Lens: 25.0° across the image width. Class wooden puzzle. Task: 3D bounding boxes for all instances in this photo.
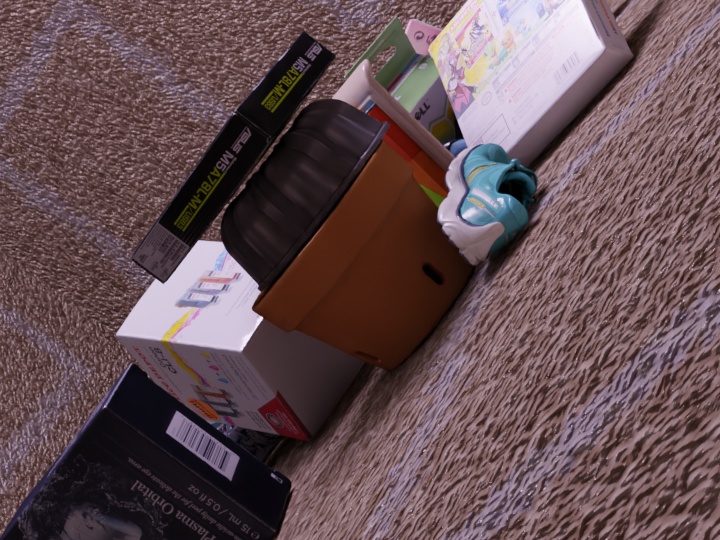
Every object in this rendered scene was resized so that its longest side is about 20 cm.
[{"bbox_3d":[0.043,-0.110,1.654,0.037,0.200,0.185,-42,2,-15],"label":"wooden puzzle"}]

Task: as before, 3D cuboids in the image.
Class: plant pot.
[{"bbox_3d":[0.012,-0.001,1.514,0.200,0.140,0.200,-51,6,7],"label":"plant pot"}]

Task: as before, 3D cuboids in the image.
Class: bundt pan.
[{"bbox_3d":[-0.062,-0.081,1.522,0.202,0.076,0.202,-52,6,8],"label":"bundt pan"}]

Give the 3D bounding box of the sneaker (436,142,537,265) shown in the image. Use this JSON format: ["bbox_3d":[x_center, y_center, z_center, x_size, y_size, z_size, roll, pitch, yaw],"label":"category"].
[{"bbox_3d":[0.125,-0.066,1.460,0.080,0.078,0.200,-30,18,19],"label":"sneaker"}]

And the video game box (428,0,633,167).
[{"bbox_3d":[0.161,-0.214,1.589,0.200,0.047,0.182,-47,50,38],"label":"video game box"}]

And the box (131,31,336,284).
[{"bbox_3d":[-0.117,-0.106,1.501,0.200,0.048,0.193,-50,3,32],"label":"box"}]

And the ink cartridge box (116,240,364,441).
[{"bbox_3d":[-0.120,0.069,1.699,0.200,0.145,0.145,5,51,43],"label":"ink cartridge box"}]

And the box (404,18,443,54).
[{"bbox_3d":[0.079,-0.184,1.936,0.128,0.109,0.200,-13,-56,-83],"label":"box"}]

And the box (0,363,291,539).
[{"bbox_3d":[-0.204,0.234,1.521,0.200,0.197,0.117,-51,7,16],"label":"box"}]

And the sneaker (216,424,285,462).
[{"bbox_3d":[-0.123,0.186,1.783,0.200,0.075,0.114,-54,6,-18],"label":"sneaker"}]

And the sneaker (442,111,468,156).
[{"bbox_3d":[0.146,-0.164,1.698,0.200,0.090,0.078,-55,6,-37],"label":"sneaker"}]

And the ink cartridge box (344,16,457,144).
[{"bbox_3d":[0.073,-0.162,1.729,0.059,0.200,0.104,12,54,44],"label":"ink cartridge box"}]

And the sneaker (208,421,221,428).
[{"bbox_3d":[-0.135,0.126,1.877,0.200,0.093,0.070,-27,27,-26],"label":"sneaker"}]
